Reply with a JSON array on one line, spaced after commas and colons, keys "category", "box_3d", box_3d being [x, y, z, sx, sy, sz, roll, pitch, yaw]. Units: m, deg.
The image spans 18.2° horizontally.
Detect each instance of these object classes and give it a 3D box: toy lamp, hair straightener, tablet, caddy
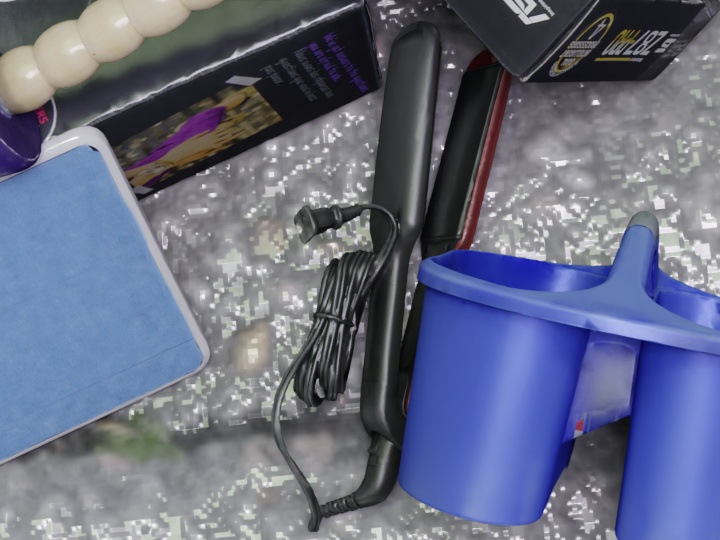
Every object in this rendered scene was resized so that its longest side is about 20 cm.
[{"category": "toy lamp", "box_3d": [-0.081, -0.086, 0.762, 0.199, 0.058, 0.059, -29, 75, 12]}, {"category": "hair straightener", "box_3d": [0.000, 0.000, 0.860, 0.076, 0.041, 0.202, 18, 85, -26]}, {"category": "tablet", "box_3d": [-0.165, 0.032, 0.837, 0.199, 0.131, 0.014, -25, 42, -2]}, {"category": "caddy", "box_3d": [0.089, 0.032, 0.779, 0.140, 0.200, 0.106, 11, 95, 8]}]

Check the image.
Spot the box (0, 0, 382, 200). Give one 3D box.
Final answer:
[{"category": "box", "box_3d": [-0.106, -0.096, 0.865, 0.199, 0.106, 0.123, -25, 76, -2]}]

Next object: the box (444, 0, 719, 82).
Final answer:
[{"category": "box", "box_3d": [0.035, -0.156, 0.838, 0.200, 0.161, 0.049, 48, 112, 12]}]
